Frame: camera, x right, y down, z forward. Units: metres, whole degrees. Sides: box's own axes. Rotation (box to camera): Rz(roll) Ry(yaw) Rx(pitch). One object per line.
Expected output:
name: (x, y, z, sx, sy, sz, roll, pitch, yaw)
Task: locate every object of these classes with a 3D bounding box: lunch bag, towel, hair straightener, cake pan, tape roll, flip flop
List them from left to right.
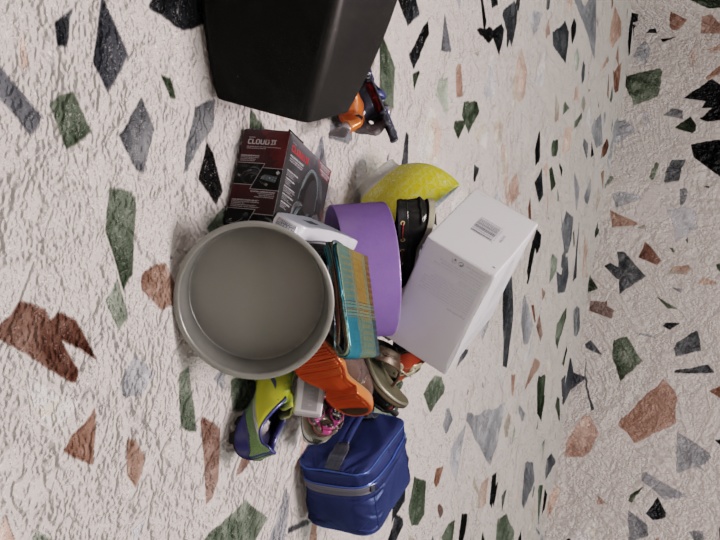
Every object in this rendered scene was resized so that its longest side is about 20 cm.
cake pan: (-0.130, 0.034, 1.421, 0.037, 0.197, 0.203, -90, 179, -74)
towel: (-0.010, 0.043, 1.519, 0.200, 0.021, 0.149, 21, 62, -78)
lunch bag: (-0.003, 0.305, 1.839, 0.200, 0.134, 0.134, -49, 139, -54)
hair straightener: (-0.003, 0.201, 1.902, 0.200, 0.076, 0.041, 41, 39, -44)
tape roll: (0.000, 0.000, 1.723, 0.200, 0.084, 0.203, 176, -90, -80)
flip flop: (0.031, 0.132, 1.887, 0.202, 0.057, 0.081, 65, 13, 5)

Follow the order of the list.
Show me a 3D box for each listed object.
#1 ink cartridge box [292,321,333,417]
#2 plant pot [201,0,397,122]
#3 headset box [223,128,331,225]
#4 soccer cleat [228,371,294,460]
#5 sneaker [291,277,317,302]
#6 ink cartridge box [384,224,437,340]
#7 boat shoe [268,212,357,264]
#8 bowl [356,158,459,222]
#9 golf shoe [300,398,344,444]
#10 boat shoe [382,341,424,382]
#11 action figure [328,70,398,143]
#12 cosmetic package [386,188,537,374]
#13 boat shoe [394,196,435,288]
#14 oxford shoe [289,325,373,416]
ink cartridge box: (-0.067, 0.109, 1.666, 0.176, 0.044, 0.203, 125, -27, -82)
plant pot: (-0.083, -0.294, 1.461, 0.199, 0.197, 0.180, -31, 134, -63)
headset box: (-0.112, -0.089, 1.566, 0.149, 0.076, 0.203, 40, 60, -64)
soccer cleat: (-0.115, 0.171, 1.596, 0.065, 0.083, 0.202, 47, 50, -42)
sneaker: (-0.109, 0.072, 1.512, 0.087, 0.074, 0.200, -47, 177, -42)
ink cartridge box: (0.085, 0.013, 1.993, 0.146, 0.083, 0.200, -63, 168, 25)
boat shoe: (-0.066, -0.029, 1.517, 0.067, 0.069, 0.200, -66, 162, 6)
bowl: (0.056, -0.117, 1.900, 0.108, 0.200, 0.200, 49, 29, 3)
golf shoe: (-0.066, 0.167, 1.768, 0.092, 0.072, 0.203, 134, -33, -54)
boat shoe: (0.068, 0.158, 1.953, 0.070, 0.200, 0.063, 20, 66, -21)
action figure: (-0.026, -0.277, 1.760, 0.202, 0.103, 0.193, 69, 15, 5)
cosmetic package: (0.155, 0.014, 1.785, 0.199, 0.122, 0.202, -42, 158, -53)
boat shoe: (0.064, -0.042, 1.768, 0.202, 0.062, 0.075, 105, -16, -56)
oxford shoe: (-0.040, 0.117, 1.540, 0.201, 0.070, 0.074, 58, 31, -47)
